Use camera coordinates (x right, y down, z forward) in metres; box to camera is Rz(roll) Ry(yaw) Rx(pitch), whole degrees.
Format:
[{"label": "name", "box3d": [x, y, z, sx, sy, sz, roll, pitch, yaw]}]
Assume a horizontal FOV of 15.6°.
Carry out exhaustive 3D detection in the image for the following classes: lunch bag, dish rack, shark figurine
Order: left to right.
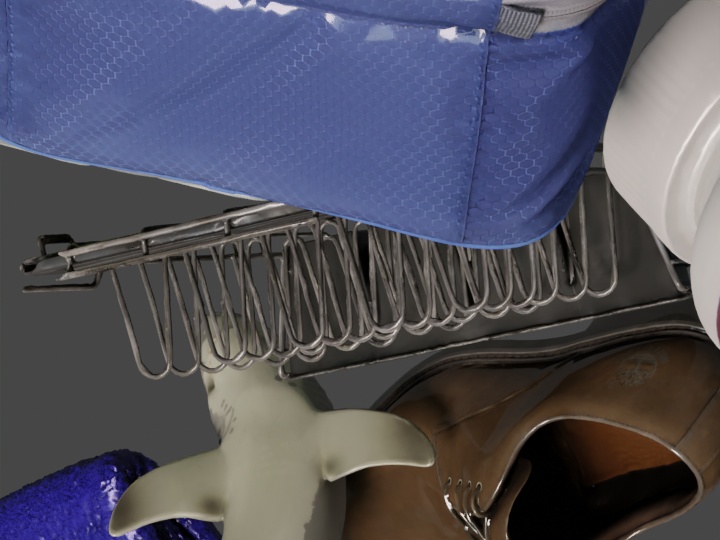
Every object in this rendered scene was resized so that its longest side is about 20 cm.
[{"label": "shark figurine", "box3d": [-0.042, 0.120, 0.914, 0.128, 0.215, 0.090, 10, 146, 30]}, {"label": "lunch bag", "box3d": [-0.004, -0.104, 0.681, 0.200, 0.136, 0.132, 11, 136, 9]}, {"label": "dish rack", "box3d": [0.000, 0.000, 0.807, 0.153, 0.200, 0.055, -14, 85, 28]}]

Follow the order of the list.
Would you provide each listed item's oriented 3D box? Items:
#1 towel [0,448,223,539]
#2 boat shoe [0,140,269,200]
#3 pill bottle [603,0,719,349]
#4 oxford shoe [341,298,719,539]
[{"label": "towel", "box3d": [-0.120, 0.162, 1.097, 0.200, 0.050, 0.148, -28, 107, 41]}, {"label": "boat shoe", "box3d": [-0.058, -0.057, 0.884, 0.202, 0.065, 0.075, 15, 130, 16]}, {"label": "pill bottle", "box3d": [0.157, 0.009, 0.691, 0.200, 0.109, 0.110, 50, 142, 34]}, {"label": "oxford shoe", "box3d": [0.049, 0.069, 0.904, 0.073, 0.084, 0.200, 48, 136, -14]}]
